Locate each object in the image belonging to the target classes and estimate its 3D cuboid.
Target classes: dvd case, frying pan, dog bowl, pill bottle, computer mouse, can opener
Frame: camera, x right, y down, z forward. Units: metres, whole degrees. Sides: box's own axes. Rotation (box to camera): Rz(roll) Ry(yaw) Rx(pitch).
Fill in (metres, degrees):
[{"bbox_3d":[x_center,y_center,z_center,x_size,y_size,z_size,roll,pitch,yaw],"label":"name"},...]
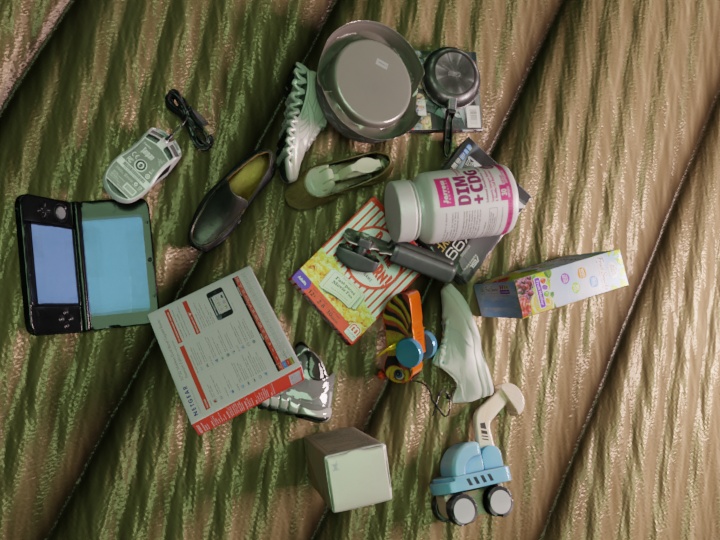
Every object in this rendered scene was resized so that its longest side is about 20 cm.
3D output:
[{"bbox_3d":[0.119,-0.318,1.205,0.195,0.022,0.150,-4,85,-12],"label":"dvd case"},{"bbox_3d":[0.147,-0.310,1.187,0.113,0.031,0.193,27,76,-8],"label":"frying pan"},{"bbox_3d":[0.014,-0.306,1.124,0.196,0.058,0.205,4,79,-24],"label":"dog bowl"},{"bbox_3d":[0.144,-0.105,1.089,0.195,0.113,0.116,-8,86,-13],"label":"pill bottle"},{"bbox_3d":[-0.331,-0.188,1.085,0.110,0.044,0.201,45,72,-10],"label":"computer mouse"},{"bbox_3d":[0.057,-0.016,1.108,0.196,0.054,0.068,20,112,-11],"label":"can opener"}]

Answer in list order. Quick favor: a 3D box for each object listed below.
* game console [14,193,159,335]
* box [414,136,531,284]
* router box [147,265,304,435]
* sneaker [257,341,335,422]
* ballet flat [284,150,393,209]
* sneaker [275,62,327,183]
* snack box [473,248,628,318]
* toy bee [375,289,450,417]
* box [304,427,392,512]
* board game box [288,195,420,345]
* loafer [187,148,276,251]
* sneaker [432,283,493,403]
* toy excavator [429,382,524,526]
[{"bbox_3d":[-0.406,-0.013,1.016,0.114,0.176,0.205,-9,85,16],"label":"game console"},{"bbox_3d":[0.180,-0.103,1.182,0.157,0.050,0.201,41,78,-5],"label":"box"},{"bbox_3d":[-0.206,0.115,1.031,0.177,0.049,0.202,-25,61,-13],"label":"router box"},{"bbox_3d":[-0.131,0.166,1.085,0.196,0.075,0.118,18,72,-15],"label":"sneaker"},{"bbox_3d":[-0.032,-0.158,1.130,0.196,0.072,0.069,-17,86,-13],"label":"ballet flat"},{"bbox_3d":[-0.092,-0.242,1.126,0.079,0.075,0.205,12,80,-20],"label":"sneaker"},{"bbox_3d":[0.315,0.023,1.138,0.196,0.168,0.069,-14,91,-14],"label":"snack box"},{"bbox_3d":[0.066,0.139,1.103,0.130,0.107,0.205,17,64,-51],"label":"toy bee"},{"bbox_3d":[-0.024,0.294,1.021,0.093,0.200,0.080,-8,86,-13],"label":"box"},{"bbox_3d":[0.000,0.000,1.134,0.152,0.046,0.200,46,77,-5],"label":"board game box"},{"bbox_3d":[-0.209,-0.120,1.087,0.072,0.072,0.202,35,79,-8],"label":"loafer"},{"bbox_3d":[0.158,0.127,1.148,0.087,0.075,0.204,-17,89,-1],"label":"sneaker"},{"bbox_3d":[0.200,0.303,1.131,0.190,0.100,0.204,-8,78,-14],"label":"toy excavator"}]
